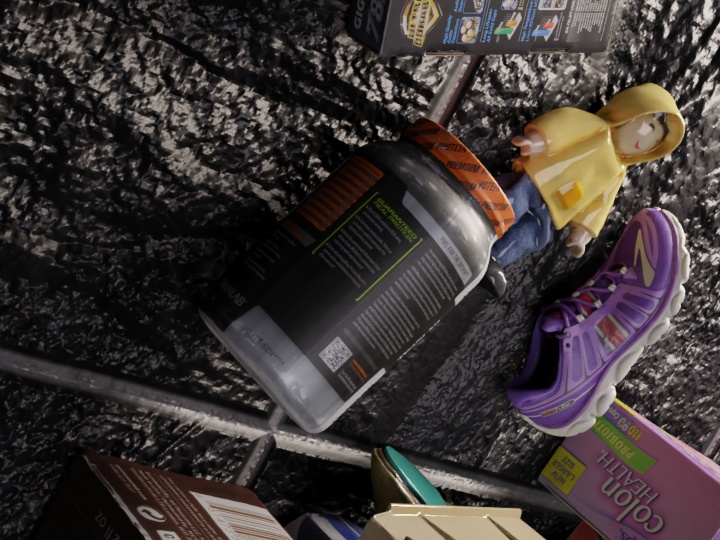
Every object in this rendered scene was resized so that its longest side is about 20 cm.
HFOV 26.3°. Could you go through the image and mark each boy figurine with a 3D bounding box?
[{"bbox_3d":[0.155,-0.064,1.140,0.199,0.064,0.125,-35,128,-10],"label":"boy figurine"}]

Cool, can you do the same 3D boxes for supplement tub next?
[{"bbox_3d":[0.000,0.000,1.024,0.200,0.122,0.123,-42,132,-7],"label":"supplement tub"}]

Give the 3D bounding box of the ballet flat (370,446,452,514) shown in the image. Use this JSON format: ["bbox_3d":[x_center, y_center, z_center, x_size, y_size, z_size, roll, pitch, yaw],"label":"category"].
[{"bbox_3d":[0.054,0.207,1.225,0.071,0.071,0.200,-50,133,-1],"label":"ballet flat"}]

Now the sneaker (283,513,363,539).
[{"bbox_3d":[-0.030,0.276,1.200,0.115,0.081,0.201,5,118,-42],"label":"sneaker"}]

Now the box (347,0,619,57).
[{"bbox_3d":[0.098,-0.241,1.005,0.197,0.050,0.202,-7,119,-32],"label":"box"}]

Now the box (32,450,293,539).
[{"bbox_3d":[-0.138,0.260,1.045,0.164,0.166,0.201,21,102,-42],"label":"box"}]

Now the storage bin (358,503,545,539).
[{"bbox_3d":[0.052,0.282,1.145,0.198,0.094,0.201,12,110,-49],"label":"storage bin"}]

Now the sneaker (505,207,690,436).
[{"bbox_3d":[0.186,0.037,1.214,0.083,0.081,0.201,28,94,-30],"label":"sneaker"}]

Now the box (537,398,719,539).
[{"bbox_3d":[0.283,0.214,1.315,0.199,0.176,0.097,31,96,-42],"label":"box"}]

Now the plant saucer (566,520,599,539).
[{"bbox_3d":[0.165,0.349,1.338,0.199,0.036,0.202,-35,131,-51],"label":"plant saucer"}]
